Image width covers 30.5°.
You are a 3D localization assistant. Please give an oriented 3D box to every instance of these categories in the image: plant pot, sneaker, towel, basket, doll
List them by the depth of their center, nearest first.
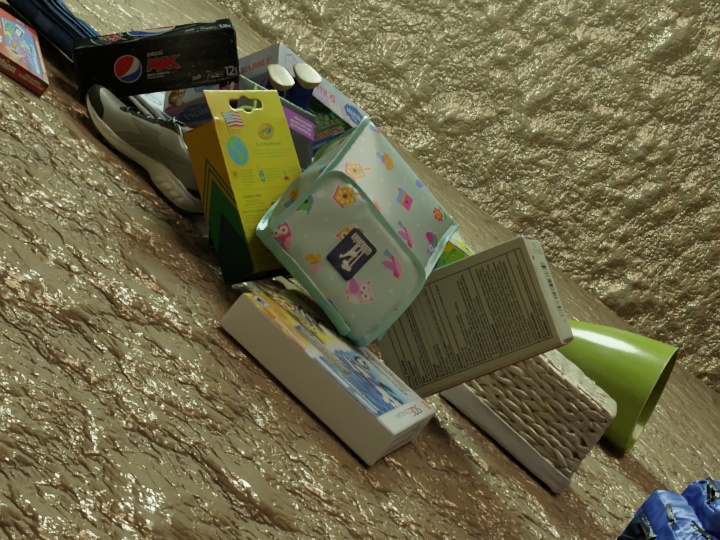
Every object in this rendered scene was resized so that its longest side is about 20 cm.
[{"bbox_3d":[-0.235,-0.152,1.523,0.200,0.080,0.074,41,13,12],"label":"sneaker"},{"bbox_3d":[-0.116,-0.162,1.651,0.135,0.201,0.049,-10,46,-34],"label":"doll"},{"bbox_3d":[0.215,0.160,1.661,0.200,0.124,0.135,40,10,7],"label":"basket"},{"bbox_3d":[-0.387,-0.318,1.703,0.200,0.049,0.112,41,-5,11],"label":"towel"},{"bbox_3d":[0.383,0.166,2.137,0.199,0.189,0.187,27,7,19],"label":"plant pot"}]

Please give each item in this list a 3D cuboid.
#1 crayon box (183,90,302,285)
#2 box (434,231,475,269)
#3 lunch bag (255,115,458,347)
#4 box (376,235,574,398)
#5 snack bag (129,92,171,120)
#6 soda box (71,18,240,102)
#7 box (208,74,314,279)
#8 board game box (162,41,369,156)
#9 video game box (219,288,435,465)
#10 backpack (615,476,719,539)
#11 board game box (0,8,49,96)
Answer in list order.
[{"bbox_3d":[-0.115,-0.092,1.422,0.126,0.050,0.202,-8,81,-53],"label":"crayon box"},{"bbox_3d":[0.050,-0.050,1.950,0.199,0.122,0.193,35,12,-27],"label":"box"},{"bbox_3d":[-0.007,-0.036,1.385,0.171,0.121,0.200,49,40,-12],"label":"lunch bag"},{"bbox_3d":[0.124,0.056,1.486,0.129,0.198,0.109,70,16,6],"label":"box"},{"bbox_3d":[-0.240,-0.191,1.816,0.188,0.021,0.200,44,9,15],"label":"snack bag"},{"bbox_3d":[-0.249,-0.258,1.614,0.197,0.072,0.063,-9,22,-8],"label":"soda box"},{"bbox_3d":[-0.111,-0.105,1.518,0.036,0.203,0.142,-7,-17,35],"label":"box"},{"bbox_3d":[-0.123,-0.208,1.752,0.199,0.198,0.042,33,51,-46],"label":"board game box"},{"bbox_3d":[-0.027,0.099,1.306,0.200,0.047,0.182,42,9,11],"label":"video game box"},{"bbox_3d":[0.360,0.324,1.393,0.162,0.169,0.200,32,15,-2],"label":"backpack"},{"bbox_3d":[-0.419,-0.271,1.542,0.102,0.020,0.200,32,13,-30],"label":"board game box"}]
